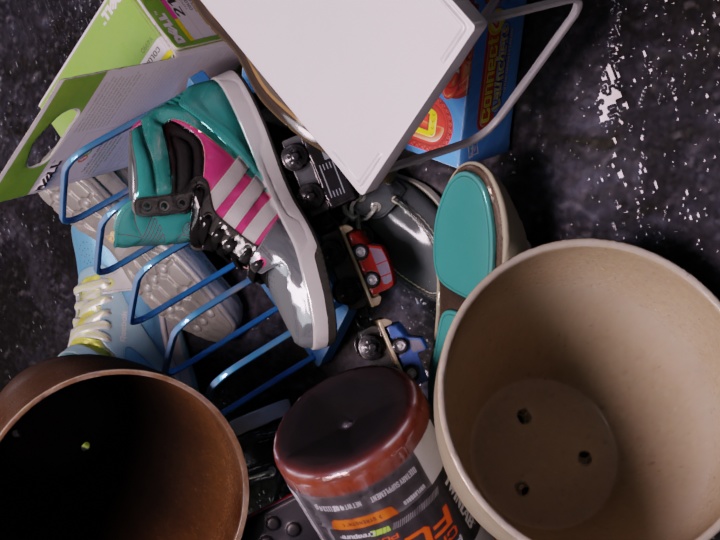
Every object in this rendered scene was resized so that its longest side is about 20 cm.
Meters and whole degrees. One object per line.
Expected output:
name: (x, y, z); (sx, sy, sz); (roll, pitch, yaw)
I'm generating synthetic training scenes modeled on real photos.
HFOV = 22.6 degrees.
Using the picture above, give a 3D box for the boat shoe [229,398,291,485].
boat shoe: (-0.116, 0.163, 1.423); (0.200, 0.074, 0.061); (-30, 79, 35)

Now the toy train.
toy train: (0.000, 0.000, 1.203); (0.034, 0.046, 0.201); (172, 76, -83)

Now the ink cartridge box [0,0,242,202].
ink cartridge box: (-0.183, -0.135, 1.286); (0.076, 0.200, 0.148); (54, 132, 13)

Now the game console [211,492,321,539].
game console: (0.001, 0.239, 1.276); (0.176, 0.031, 0.201); (-26, 104, 7)

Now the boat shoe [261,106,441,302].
boat shoe: (-0.003, -0.046, 1.250); (0.200, 0.062, 0.073); (47, 129, 19)

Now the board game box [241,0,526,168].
board game box: (0.015, -0.192, 1.188); (0.199, 0.056, 0.197); (23, 118, 35)

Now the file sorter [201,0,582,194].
file sorter: (0.010, -0.176, 1.073); (0.200, 0.124, 0.139); (50, 132, 17)

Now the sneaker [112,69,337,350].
sneaker: (-0.100, -0.026, 1.178); (0.084, 0.120, 0.201); (110, 138, -68)

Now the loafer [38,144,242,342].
loafer: (-0.162, -0.029, 1.398); (0.200, 0.070, 0.070); (46, 135, -2)

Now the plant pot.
plant pot: (-0.196, 0.135, 1.274); (0.200, 0.186, 0.188); (-150, 51, -66)

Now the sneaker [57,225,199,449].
sneaker: (-0.210, 0.048, 1.423); (0.079, 0.130, 0.201); (-21, 89, 44)

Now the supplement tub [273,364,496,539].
supplement tub: (0.029, 0.165, 1.184); (0.107, 0.107, 0.200); (4, 134, 41)

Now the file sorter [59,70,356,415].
file sorter: (-0.113, -0.008, 1.286); (0.200, 0.122, 0.139); (54, 160, 11)

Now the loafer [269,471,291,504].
loafer: (-0.035, 0.207, 1.368); (0.071, 0.063, 0.201); (1, 108, -3)

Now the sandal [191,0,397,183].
sandal: (-0.039, -0.138, 1.178); (0.055, 0.082, 0.200); (-44, 66, 19)

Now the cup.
cup: (0.130, 0.098, 1.115); (0.201, 0.200, 0.143); (57, 162, 11)

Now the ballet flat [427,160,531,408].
ballet flat: (0.082, 0.015, 1.192); (0.069, 0.069, 0.201); (27, 124, 33)
